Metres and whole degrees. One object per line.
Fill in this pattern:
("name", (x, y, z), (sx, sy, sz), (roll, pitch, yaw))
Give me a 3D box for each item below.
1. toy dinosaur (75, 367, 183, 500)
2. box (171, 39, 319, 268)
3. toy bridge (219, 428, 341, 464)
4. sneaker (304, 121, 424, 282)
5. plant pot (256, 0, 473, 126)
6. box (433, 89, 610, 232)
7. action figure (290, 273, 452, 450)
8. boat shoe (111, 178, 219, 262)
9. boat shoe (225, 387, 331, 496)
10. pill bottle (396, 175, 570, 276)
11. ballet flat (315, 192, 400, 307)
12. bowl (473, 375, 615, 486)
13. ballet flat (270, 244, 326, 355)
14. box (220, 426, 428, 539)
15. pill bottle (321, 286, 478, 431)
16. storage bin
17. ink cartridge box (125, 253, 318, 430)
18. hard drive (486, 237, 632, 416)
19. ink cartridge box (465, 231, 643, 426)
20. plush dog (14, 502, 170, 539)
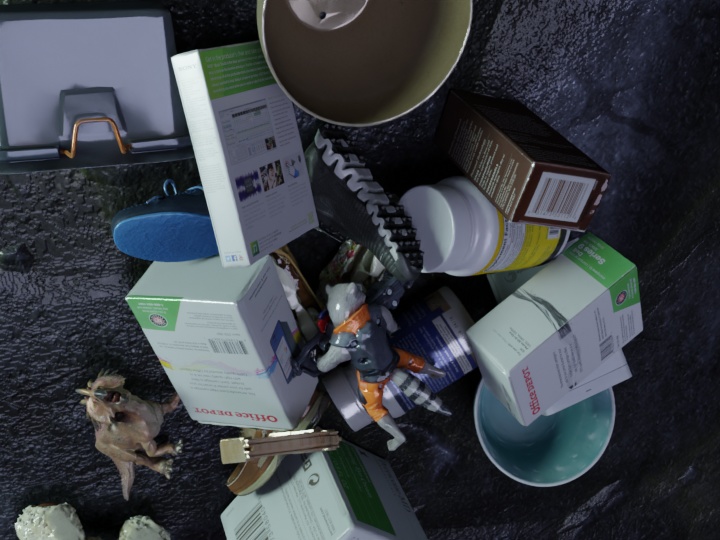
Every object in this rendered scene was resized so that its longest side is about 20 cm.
("toy dinosaur", (-0.283, 0.187, 1.054), (0.135, 0.086, 0.200), (14, 128, -21))
("box", (-0.106, -0.118, 0.857), (0.036, 0.144, 0.200), (-3, 106, 27))
("toy bridge", (-0.072, 0.194, 0.995), (0.067, 0.027, 0.200), (-11, 168, 27))
("sneaker", (-0.008, -0.059, 0.956), (0.090, 0.200, 0.066), (-42, 162, 26))
("plant pot", (-0.013, -0.255, 0.840), (0.200, 0.135, 0.201), (-11, 125, -16))
("box", (0.168, -0.123, 0.959), (0.100, 0.200, 0.075), (5, 121, -24))
("action figure", (0.034, 0.076, 0.994), (0.200, 0.105, 0.194), (-48, 118, -17))
("boat shoe", (-0.169, -0.056, 0.951), (0.200, 0.069, 0.084), (-4, 136, -26))
("boat shoe", (-0.119, 0.209, 1.145), (0.074, 0.076, 0.200), (37, 114, -7))
("pill bottle", (0.139, -0.053, 1.013), (0.200, 0.114, 0.114), (-6, 125, -41))
("ballet flat", (0.000, 0.000, 1.056), (0.076, 0.064, 0.200), (12, 117, -27))
("bowl", (0.236, 0.188, 1.222), (0.200, 0.105, 0.201), (0, 88, -12))
("ballet flat", (-0.078, 0.046, 1.028), (0.069, 0.063, 0.200), (-33, 114, -3))
("box", (-0.047, 0.359, 1.183), (0.171, 0.199, 0.200), (34, 104, -36))
("pill bottle", (0.056, 0.116, 1.124), (0.200, 0.111, 0.111), (-33, 128, 0))
("storage bin", (-0.251, -0.171, 0.804), (0.200, 0.146, 0.135), (-8, 114, -18))
("ink cartridge box", (-0.149, 0.081, 0.993), (0.145, 0.088, 0.200), (1, 129, 24))
("hard drive", (0.263, 0.073, 1.164), (0.132, 0.027, 0.200), (-22, 92, -10))
("ink cartridge box", (0.237, 0.073, 1.067), (0.200, 0.084, 0.146), (-37, 141, -9))
("plush dog", (-0.362, 0.402, 1.133), (0.200, 0.161, 0.172), (17, 140, -28))
